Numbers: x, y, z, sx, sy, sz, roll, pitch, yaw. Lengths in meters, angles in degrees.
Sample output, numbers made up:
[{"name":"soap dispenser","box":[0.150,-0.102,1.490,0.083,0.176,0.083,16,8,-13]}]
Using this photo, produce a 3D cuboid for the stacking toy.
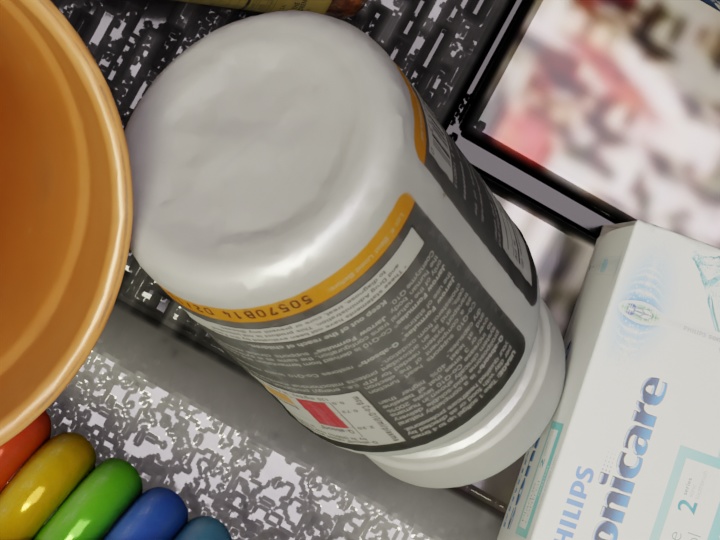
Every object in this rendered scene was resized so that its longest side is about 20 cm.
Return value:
[{"name":"stacking toy","box":[-0.115,0.099,1.091,0.200,0.085,0.085,40,86,0]}]

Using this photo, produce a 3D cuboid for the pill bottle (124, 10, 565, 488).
[{"name":"pill bottle","box":[0.000,0.000,1.034,0.116,0.200,0.117,-12,58,20]}]

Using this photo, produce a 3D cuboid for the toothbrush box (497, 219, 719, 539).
[{"name":"toothbrush box","box":[0.172,0.079,1.114,0.199,0.085,0.147,20,88,-4]}]

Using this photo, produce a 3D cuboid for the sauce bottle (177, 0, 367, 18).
[{"name":"sauce bottle","box":[-0.092,-0.141,1.086,0.199,0.066,0.066,8,89,-16]}]

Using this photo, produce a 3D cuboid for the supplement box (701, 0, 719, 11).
[{"name":"supplement box","box":[0.174,-0.219,1.048,0.200,0.134,0.200,-48,131,-4]}]

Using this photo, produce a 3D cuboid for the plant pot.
[{"name":"plant pot","box":[-0.189,-0.038,0.980,0.199,0.140,0.201,-4,107,-13]}]
